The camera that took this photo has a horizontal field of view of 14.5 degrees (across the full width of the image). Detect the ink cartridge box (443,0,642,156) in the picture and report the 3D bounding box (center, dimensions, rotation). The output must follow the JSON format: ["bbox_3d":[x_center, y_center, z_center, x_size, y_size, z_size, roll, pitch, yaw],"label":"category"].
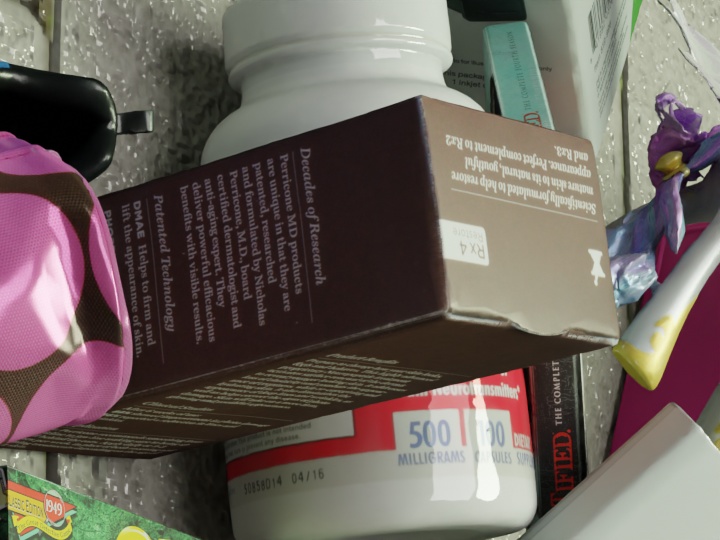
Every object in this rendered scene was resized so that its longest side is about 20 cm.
[{"bbox_3d":[0.063,-0.166,1.145,0.200,0.083,0.147,78,24,-46],"label":"ink cartridge box"}]

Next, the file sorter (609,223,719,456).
[{"bbox_3d":[0.206,0.086,1.287,0.125,0.139,0.200,51,42,-39],"label":"file sorter"}]

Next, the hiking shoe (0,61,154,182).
[{"bbox_3d":[-0.154,-0.034,0.845,0.200,0.087,0.075,-24,99,-56],"label":"hiking shoe"}]

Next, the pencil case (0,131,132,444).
[{"bbox_3d":[-0.160,0.013,0.758,0.200,0.091,0.094,-11,92,-39],"label":"pencil case"}]

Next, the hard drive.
[{"bbox_3d":[0.076,0.157,1.050,0.132,0.200,0.026,48,0,-36],"label":"hard drive"}]

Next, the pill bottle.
[{"bbox_3d":[0.000,0.000,1.036,0.112,0.112,0.201,8,72,-54],"label":"pill bottle"}]

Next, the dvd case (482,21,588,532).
[{"bbox_3d":[0.068,0.025,1.092,0.146,0.022,0.201,-96,180,-59],"label":"dvd case"}]

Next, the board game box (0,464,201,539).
[{"bbox_3d":[-0.064,0.136,0.924,0.200,0.023,0.105,29,50,-56],"label":"board game box"}]

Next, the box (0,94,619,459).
[{"bbox_3d":[-0.028,0.007,0.912,0.100,0.200,0.075,10,70,-54],"label":"box"}]

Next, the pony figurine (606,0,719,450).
[{"bbox_3d":[0.172,-0.033,1.194,0.200,0.167,0.193,-43,96,-7],"label":"pony figurine"}]
